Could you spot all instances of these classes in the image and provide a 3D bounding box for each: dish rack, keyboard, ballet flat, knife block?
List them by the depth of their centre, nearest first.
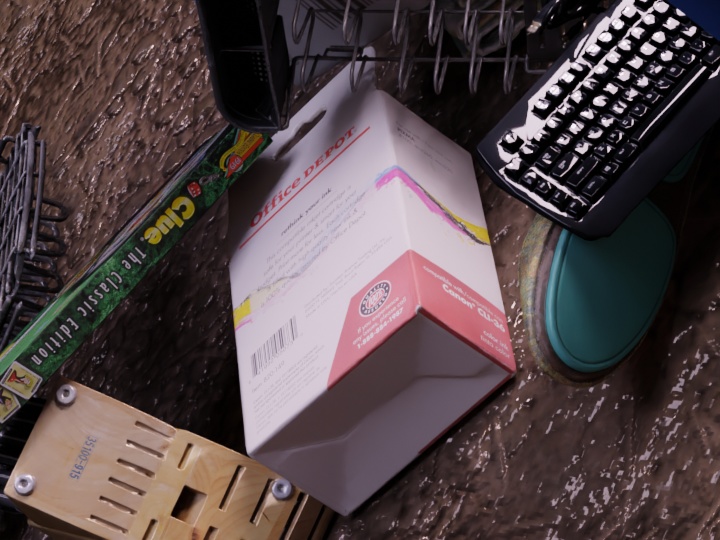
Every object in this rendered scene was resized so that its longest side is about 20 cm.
[{"bbox_3d":[0.120,-0.108,1.191,0.104,0.040,0.200,30,66,31],"label":"keyboard"},{"bbox_3d":[0.105,-0.031,1.212,0.070,0.071,0.201,-14,45,50],"label":"ballet flat"},{"bbox_3d":[0.026,-0.139,1.283,0.198,0.154,0.055,0,40,11],"label":"dish rack"},{"bbox_3d":[-0.101,0.119,1.399,0.199,0.176,0.064,22,77,15],"label":"knife block"},{"bbox_3d":[-0.193,0.028,1.535,0.154,0.054,0.201,-93,24,-45],"label":"dish rack"}]

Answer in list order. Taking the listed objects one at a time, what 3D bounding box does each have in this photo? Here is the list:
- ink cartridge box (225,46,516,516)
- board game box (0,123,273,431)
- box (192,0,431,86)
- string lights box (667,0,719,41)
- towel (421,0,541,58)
[{"bbox_3d":[0.000,0.000,1.337,0.116,0.067,0.201,-41,34,25],"label":"ink cartridge box"},{"bbox_3d":[-0.126,0.007,1.384,0.200,0.023,0.105,-47,10,-14],"label":"board game box"},{"bbox_3d":[-0.018,-0.241,1.362,0.199,0.200,0.172,-30,32,37],"label":"box"},{"bbox_3d":[0.151,-0.153,1.119,0.059,0.199,0.103,13,73,59],"label":"string lights box"},{"bbox_3d":[0.084,-0.209,1.435,0.171,0.048,0.200,-45,31,15],"label":"towel"}]
